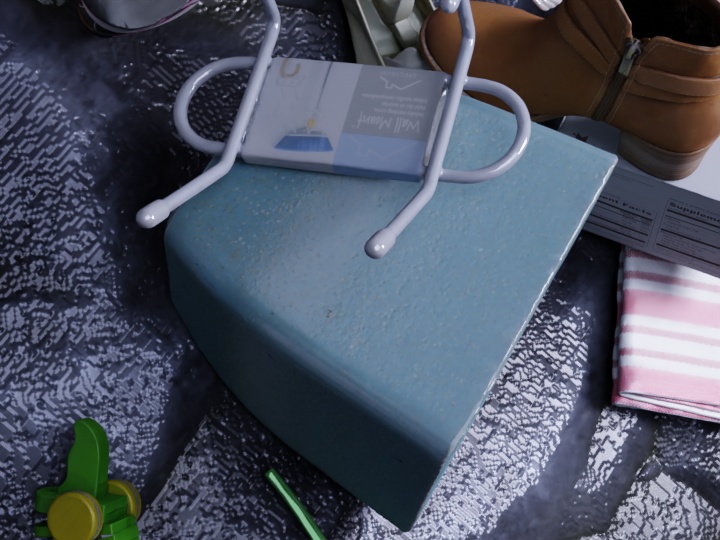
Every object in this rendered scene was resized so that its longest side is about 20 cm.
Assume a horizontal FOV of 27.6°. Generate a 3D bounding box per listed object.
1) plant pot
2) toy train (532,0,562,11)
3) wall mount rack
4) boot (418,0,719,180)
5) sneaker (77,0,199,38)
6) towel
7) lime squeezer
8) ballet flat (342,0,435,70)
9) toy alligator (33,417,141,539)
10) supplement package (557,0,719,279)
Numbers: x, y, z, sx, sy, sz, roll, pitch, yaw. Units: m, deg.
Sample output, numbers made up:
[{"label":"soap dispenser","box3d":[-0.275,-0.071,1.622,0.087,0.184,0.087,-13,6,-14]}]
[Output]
[{"label":"plant pot","box3d":[0.000,0.000,0.843,0.200,0.196,0.196,30,69,7]},{"label":"toy train","box3d":[0.054,-0.245,0.960,0.200,0.056,0.150,45,36,-9]},{"label":"wall mount rack","box3d":[-0.021,-0.072,0.740,0.199,0.075,0.174,7,62,18]},{"label":"boot","box3d":[0.121,-0.132,0.838,0.200,0.155,0.077,34,75,16]},{"label":"sneaker","box3d":[-0.097,-0.207,0.892,0.200,0.086,0.081,-33,98,-23]},{"label":"towel","box3d":[0.243,0.007,1.030,0.146,0.030,0.201,11,74,-20]},{"label":"lime squeezer","box3d":[-0.019,0.219,0.881,0.070,0.038,0.201,-4,81,8]},{"label":"ballet flat","box3d":[0.026,-0.158,0.947,0.069,0.069,0.201,-25,91,-25]},{"label":"toy alligator","box3d":[-0.146,0.185,0.821,0.054,0.059,0.201,-16,87,18]},{"label":"supplement package","box3d":[0.228,-0.117,0.968,0.155,0.111,0.201,20,71,12]}]
